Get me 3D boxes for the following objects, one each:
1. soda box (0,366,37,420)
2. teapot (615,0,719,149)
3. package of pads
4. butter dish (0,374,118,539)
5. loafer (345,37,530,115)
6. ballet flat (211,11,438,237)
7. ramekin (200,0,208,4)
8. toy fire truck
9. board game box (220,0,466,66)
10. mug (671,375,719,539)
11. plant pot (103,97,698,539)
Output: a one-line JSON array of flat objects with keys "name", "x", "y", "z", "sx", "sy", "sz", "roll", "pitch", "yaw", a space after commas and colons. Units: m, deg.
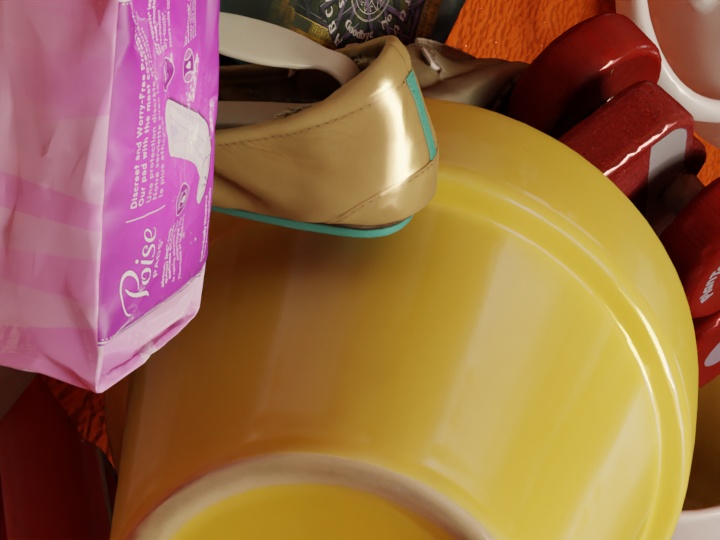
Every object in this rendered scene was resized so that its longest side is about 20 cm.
[{"name": "soda box", "x": -0.182, "y": 0.067, "z": 0.656, "sx": 0.200, "sy": 0.063, "sz": 0.068, "roll": -55, "pitch": 144, "yaw": -25}, {"name": "teapot", "x": 0.208, "y": -0.162, "z": 1.071, "sx": 0.197, "sy": 0.200, "sz": 0.146, "roll": -40, "pitch": 107, "yaw": 6}, {"name": "package of pads", "x": -0.134, "y": -0.053, "z": 0.536, "sx": 0.076, "sy": 0.199, "sz": 0.121, "roll": -41, "pitch": 140, "yaw": -62}, {"name": "butter dish", "x": -0.126, "y": 0.166, "z": 0.725, "sx": 0.147, "sy": 0.200, "sz": 0.200, "roll": -21, "pitch": 130, "yaw": 3}, {"name": "loafer", "x": 0.018, "y": -0.059, "z": 0.851, "sx": 0.076, "sy": 0.067, "sz": 0.200, "roll": -67, "pitch": 166, "yaw": 12}, {"name": "ballet flat", "x": -0.074, "y": -0.052, "z": 0.647, "sx": 0.069, "sy": 0.199, "sz": 0.063, "roll": -70, "pitch": 159, "yaw": -55}, {"name": "ramekin", "x": -0.074, "y": -0.162, "z": 0.584, "sx": 0.098, "sy": 0.200, "sz": 0.201, "roll": -27, "pitch": 128, "yaw": -59}, {"name": "toy fire truck", "x": 0.076, "y": 0.006, "z": 0.860, "sx": 0.168, "sy": 0.112, "sz": 0.200, "roll": -35, "pitch": 157, "yaw": -13}, {"name": "board game box", "x": -0.015, "y": -0.131, "z": 0.843, "sx": 0.136, "sy": 0.028, "sz": 0.200, "roll": -64, "pitch": 148, "yaw": -9}, {"name": "mug", "x": 0.180, "y": 0.106, "z": 1.181, "sx": 0.187, "sy": 0.149, "sz": 0.153, "roll": -43, "pitch": 148, "yaw": -28}, {"name": "plant pot", "x": 0.005, "y": 0.068, "z": 0.675, "sx": 0.189, "sy": 0.200, "sz": 0.202, "roll": -68, "pitch": 163, "yaw": -65}]
